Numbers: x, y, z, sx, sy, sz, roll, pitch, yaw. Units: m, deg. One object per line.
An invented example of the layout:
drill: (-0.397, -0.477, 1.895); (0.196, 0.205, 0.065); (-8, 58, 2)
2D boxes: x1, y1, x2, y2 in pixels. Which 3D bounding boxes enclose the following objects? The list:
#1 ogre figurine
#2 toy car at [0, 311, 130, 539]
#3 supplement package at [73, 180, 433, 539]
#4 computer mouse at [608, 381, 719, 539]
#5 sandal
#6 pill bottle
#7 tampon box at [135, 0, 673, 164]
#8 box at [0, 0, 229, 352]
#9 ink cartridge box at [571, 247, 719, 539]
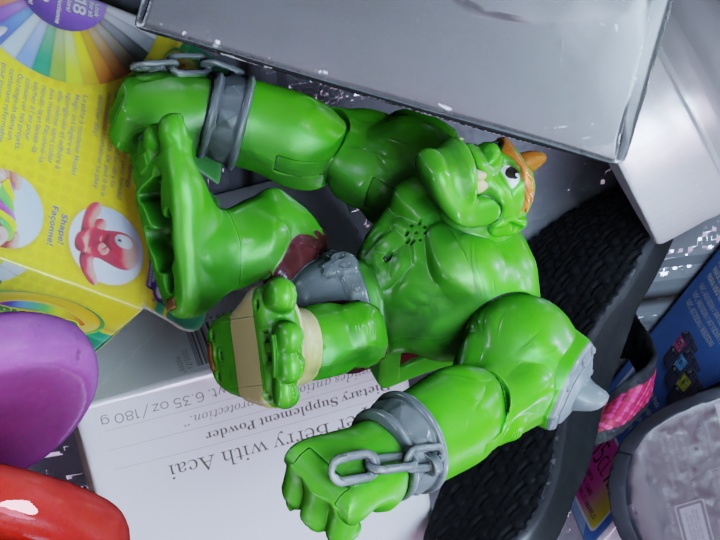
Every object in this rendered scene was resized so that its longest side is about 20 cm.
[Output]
ogre figurine: (0.000, 0.000, 0.980); (0.119, 0.200, 0.099); (-7, 115, -26)
toy car: (-0.148, 0.065, 0.928); (0.149, 0.201, 0.175); (-21, 157, 9)
supplement package: (-0.039, 0.086, 1.122); (0.121, 0.120, 0.201); (-15, 122, -6)
computer mouse: (0.197, 0.085, 1.123); (0.199, 0.046, 0.141); (-22, 102, -1)
sandal: (0.075, 0.047, 1.102); (0.075, 0.201, 0.045); (-18, 127, 41)
pill bottle: (0.173, -0.096, 1.077); (0.199, 0.110, 0.110); (-29, 122, 3)
tampon box: (0.023, -0.114, 0.937); (0.149, 0.200, 0.127); (15, 94, 0)
box: (-0.140, -0.051, 1.020); (0.199, 0.118, 0.048); (19, 148, -22)
ink cartridge box: (0.191, 0.046, 1.184); (0.136, 0.076, 0.200); (30, 110, -27)
